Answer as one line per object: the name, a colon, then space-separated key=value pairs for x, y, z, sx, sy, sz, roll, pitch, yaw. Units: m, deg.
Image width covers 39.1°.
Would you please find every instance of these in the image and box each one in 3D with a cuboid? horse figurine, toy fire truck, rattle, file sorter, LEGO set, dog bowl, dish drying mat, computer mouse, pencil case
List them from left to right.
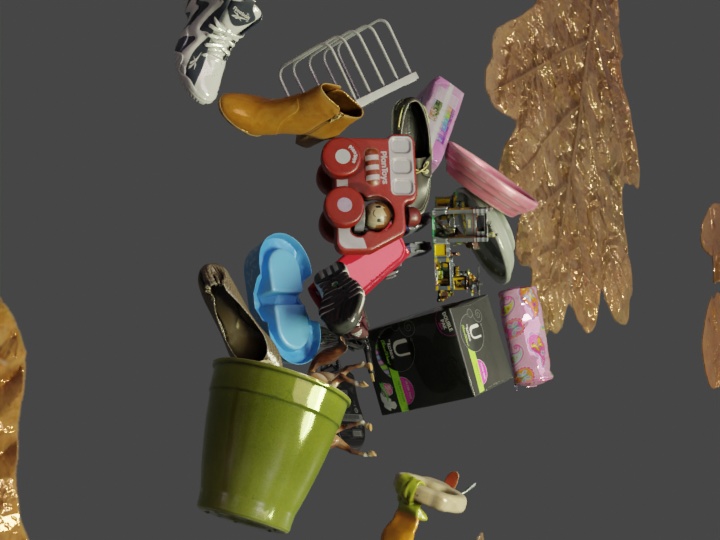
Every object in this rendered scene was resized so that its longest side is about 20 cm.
dog bowl: x=-0.122 y=0.047 z=1.542 sx=0.111 sy=0.049 sz=0.203 roll=2 pitch=74 yaw=-50
horse figurine: x=-0.046 y=0.204 z=1.516 sx=0.050 sy=0.131 sz=0.203 roll=29 pitch=56 yaw=-70
computer mouse: x=-0.024 y=0.191 z=1.615 sx=0.140 sy=0.046 sz=0.202 roll=5 pitch=66 yaw=-52
file sorter: x=-0.025 y=-0.333 z=1.730 sx=0.200 sy=0.138 sz=0.126 roll=-36 pitch=102 yaw=-50
dish drying mat: x=0.000 y=0.000 z=1.677 sx=0.200 sy=0.018 sz=0.077 roll=-41 pitch=104 yaw=-28
toy fire truck: x=0.016 y=-0.127 z=1.660 sx=0.166 sy=0.112 sz=0.203 roll=-2 pitch=74 yaw=-8
rattle: x=0.116 y=0.406 z=1.680 sx=0.200 sy=0.128 sz=0.145 roll=32 pitch=60 yaw=-72
LEGO set: x=0.192 y=-0.046 z=1.833 sx=0.154 sy=0.114 sz=0.203 roll=-15 pitch=104 yaw=-81
pencil case: x=0.329 y=0.132 z=2.024 sx=0.087 sy=0.087 sz=0.203 roll=-2 pitch=78 yaw=-50

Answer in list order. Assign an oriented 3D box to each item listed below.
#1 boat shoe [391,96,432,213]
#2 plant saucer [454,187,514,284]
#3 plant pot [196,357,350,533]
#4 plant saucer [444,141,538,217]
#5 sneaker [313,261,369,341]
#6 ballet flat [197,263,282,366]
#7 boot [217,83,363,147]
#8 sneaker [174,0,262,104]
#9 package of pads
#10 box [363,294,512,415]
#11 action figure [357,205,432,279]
boat shoe: x=0.088 y=-0.194 z=1.739 sx=0.071 sy=0.061 sz=0.204 roll=-7 pitch=96 yaw=-11
plant saucer: x=0.245 y=-0.073 z=1.920 sx=0.050 sy=0.200 sz=0.202 roll=-26 pitch=99 yaw=-8
plant pot: x=-0.133 y=0.243 z=1.366 sx=0.200 sy=0.199 sz=0.195 roll=32 pitch=66 yaw=-38
plant saucer: x=0.231 y=-0.160 z=1.854 sx=0.199 sy=0.051 sz=0.201 roll=33 pitch=12 yaw=-8
sneaker: x=-0.013 y=0.072 z=1.552 sx=0.200 sy=0.075 sz=0.116 roll=-104 pitch=168 yaw=-65
ballet flat: x=-0.174 y=0.080 z=1.451 sx=0.202 sy=0.067 sz=0.046 roll=63 pitch=-1 yaw=-7
boot: x=-0.106 y=-0.259 z=1.585 sx=0.200 sy=0.143 sz=0.072 roll=16 pitch=62 yaw=-34
sneaker: x=-0.207 y=-0.358 z=1.527 sx=0.079 sy=0.129 sz=0.201 roll=28 pitch=57 yaw=-40
package of pads: x=0.116 y=-0.250 z=1.877 sx=0.075 sy=0.120 sz=0.201 roll=31 pitch=52 yaw=-15
box: x=0.123 y=0.141 z=1.679 sx=0.124 sy=0.199 sz=0.150 roll=-15 pitch=88 yaw=-51
action figure: x=0.045 y=-0.052 z=1.765 sx=0.199 sy=0.069 sz=0.132 roll=-13 pitch=91 yaw=-48
